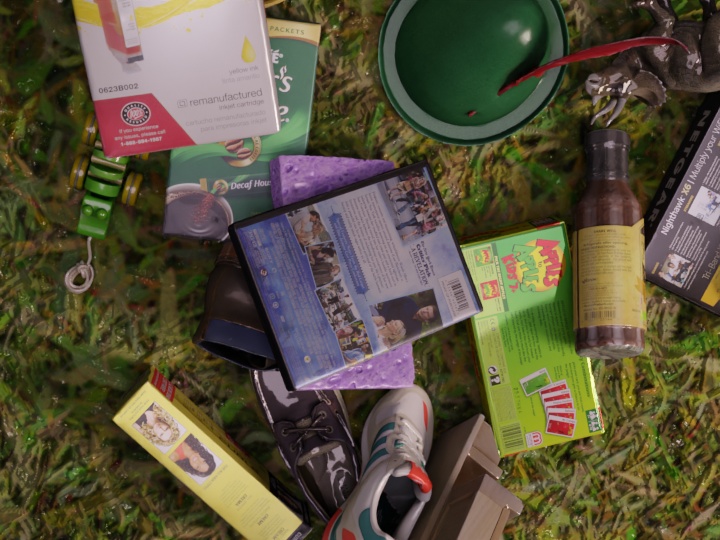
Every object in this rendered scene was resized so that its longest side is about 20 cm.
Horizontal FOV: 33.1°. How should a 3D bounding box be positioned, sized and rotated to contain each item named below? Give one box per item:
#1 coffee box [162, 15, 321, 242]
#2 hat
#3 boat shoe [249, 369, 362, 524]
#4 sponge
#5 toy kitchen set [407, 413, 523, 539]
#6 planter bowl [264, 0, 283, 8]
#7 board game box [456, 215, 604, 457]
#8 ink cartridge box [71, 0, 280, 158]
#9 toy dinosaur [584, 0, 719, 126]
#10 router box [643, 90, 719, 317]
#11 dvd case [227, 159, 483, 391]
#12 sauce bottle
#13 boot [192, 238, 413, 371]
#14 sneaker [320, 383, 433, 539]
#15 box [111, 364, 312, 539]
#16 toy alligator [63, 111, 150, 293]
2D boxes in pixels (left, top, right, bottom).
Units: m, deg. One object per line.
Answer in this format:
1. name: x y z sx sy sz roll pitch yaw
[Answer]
1. coffee box: -0.105 -0.124 1.060 0.123 0.044 0.201 8 98 -6
2. hat: 0.118 -0.190 1.001 0.200 0.176 0.166 -35 100 1
3. boat shoe: -0.039 0.155 1.100 0.072 0.065 0.200 -24 100 1
4. sponge: -0.015 0.003 1.032 0.111 0.030 0.201 0 80 -29
5. toy kitchen set: 0.121 0.254 1.090 0.180 0.200 0.163 37 53 -9
6. planter bowl: -0.108 -0.319 1.010 0.200 0.083 0.201 -1 99 -4
7. board game box: 0.151 0.060 1.110 0.101 0.048 0.201 -13 100 -3
8. ink cartridge box: -0.148 -0.203 0.953 0.145 0.083 0.201 -8 110 -1
9. toy dinosaur: 0.294 -0.195 1.057 0.199 0.077 0.103 -8 101 18
10. router box: 0.354 -0.056 1.106 0.157 0.052 0.200 26 96 -8
11. dvd case: 0.000 0.000 1.013 0.200 0.018 0.143 -20 89 -29
12. sauce bottle: 0.219 -0.024 1.068 0.064 0.065 0.201 3 78 -5
13. boot: -0.052 0.062 1.060 0.200 0.075 0.097 30 63 -13
14. sneaker: 0.038 0.175 1.051 0.070 0.093 0.200 40 49 -16
15. box: -0.132 0.174 1.093 0.200 0.075 0.050 43 91 -9
16. toy alligator: -0.224 -0.070 1.054 0.059 0.054 0.201 17 97 -7
